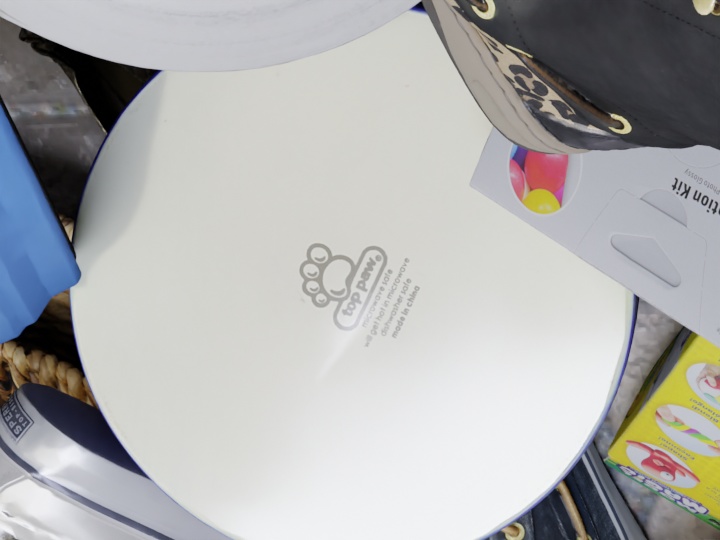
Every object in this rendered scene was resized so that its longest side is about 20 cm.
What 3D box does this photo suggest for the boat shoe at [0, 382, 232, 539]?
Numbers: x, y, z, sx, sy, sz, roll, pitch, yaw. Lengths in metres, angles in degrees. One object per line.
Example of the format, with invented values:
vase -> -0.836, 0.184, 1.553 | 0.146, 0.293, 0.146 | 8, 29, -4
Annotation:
boat shoe -> -0.060, 0.115, 0.873 | 0.199, 0.072, 0.066 | 31, 98, -30

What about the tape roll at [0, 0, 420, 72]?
tape roll -> -0.048, -0.179, 0.702 | 0.201, 0.139, 0.204 | -3, 121, -5

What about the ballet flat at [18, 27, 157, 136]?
ballet flat -> -0.066, -0.042, 0.895 | 0.067, 0.046, 0.201 | -34, 93, 42

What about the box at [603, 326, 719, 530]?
box -> 0.162, 0.053, 0.825 | 0.117, 0.049, 0.200 | 31, 152, 3

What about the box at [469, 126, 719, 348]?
box -> 0.126, -0.082, 0.680 | 0.156, 0.041, 0.201 | 35, 112, 40

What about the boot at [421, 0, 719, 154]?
boot -> 0.064, -0.095, 0.592 | 0.150, 0.073, 0.200 | 18, 149, 46

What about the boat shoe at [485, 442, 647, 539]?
boat shoe -> 0.049, 0.086, 0.911 | 0.071, 0.091, 0.201 | -21, 110, 36

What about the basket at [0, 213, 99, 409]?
basket -> -0.166, 0.062, 0.948 | 0.199, 0.143, 0.149 | 21, 147, 15

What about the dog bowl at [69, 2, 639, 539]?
dog bowl -> 0.000, 0.000, 0.832 | 0.198, 0.079, 0.202 | 1, 100, 6

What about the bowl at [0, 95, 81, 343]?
bowl -> -0.146, -0.074, 0.758 | 0.039, 0.201, 0.202 | -26, 113, -7
